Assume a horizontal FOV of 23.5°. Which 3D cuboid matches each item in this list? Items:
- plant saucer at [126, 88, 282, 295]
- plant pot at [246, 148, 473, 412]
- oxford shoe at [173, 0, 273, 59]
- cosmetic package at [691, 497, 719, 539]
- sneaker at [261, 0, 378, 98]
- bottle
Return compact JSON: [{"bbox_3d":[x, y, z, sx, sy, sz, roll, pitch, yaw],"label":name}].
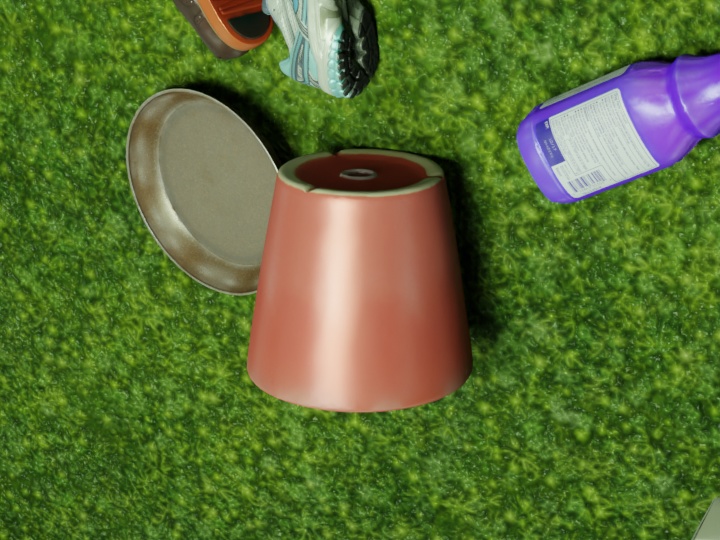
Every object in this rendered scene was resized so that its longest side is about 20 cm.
[{"bbox_3d":[-0.131,-0.075,1.571,0.199,0.032,0.202,22,128,30],"label":"plant saucer"},{"bbox_3d":[0.000,0.000,1.466,0.199,0.200,0.179,9,111,25],"label":"plant pot"},{"bbox_3d":[-0.152,-0.268,1.463,0.072,0.071,0.201,-23,96,56],"label":"oxford shoe"},{"bbox_3d":[0.363,0.298,1.496,0.104,0.071,0.202,-2,116,32],"label":"cosmetic package"},{"bbox_3d":[-0.046,-0.237,1.415,0.086,0.078,0.202,11,122,28],"label":"sneaker"},{"bbox_3d":[0.219,-0.118,1.337,0.199,0.065,0.084,-22,106,37],"label":"bottle"}]
